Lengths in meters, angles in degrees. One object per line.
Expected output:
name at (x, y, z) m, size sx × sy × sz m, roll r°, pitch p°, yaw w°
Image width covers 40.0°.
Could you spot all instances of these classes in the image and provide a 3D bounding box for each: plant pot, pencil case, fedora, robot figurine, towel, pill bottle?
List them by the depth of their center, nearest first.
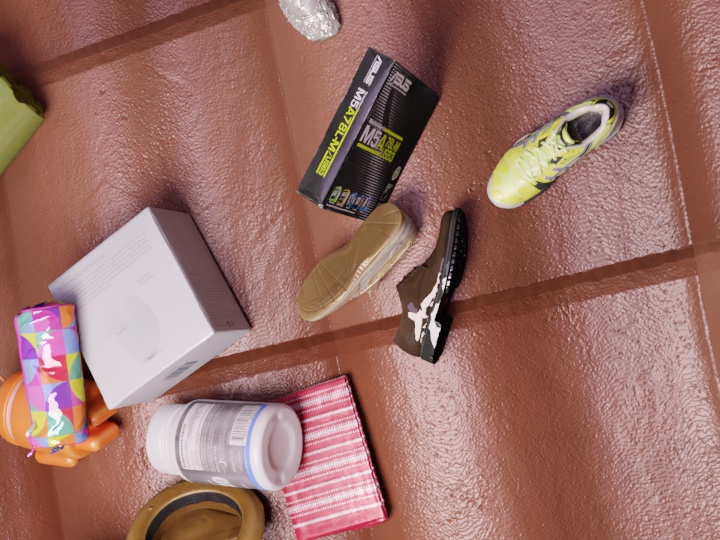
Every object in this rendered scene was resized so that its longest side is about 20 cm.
pencil case at (-0.416, 0.143, 1.329) m, size 0.087 × 0.088 × 0.204 m, roll -5°, pitch 90°, yaw 19°
pill bottle at (-0.187, 0.234, 1.345) m, size 0.197 × 0.113 × 0.116 m, roll -2°, pitch 88°, yaw 30°
towel at (-0.050, 0.261, 1.352) m, size 0.142 × 0.022 × 0.204 m, roll -20°, pitch 80°, yaw 20°
fedora at (-0.221, 0.377, 1.359) m, size 0.197 × 0.202 × 0.083 m, roll 3°, pitch 134°, yaw 19°
robot figurine at (-0.450, 0.206, 1.444) m, size 0.196 × 0.145 × 0.118 m, roll 8°, pitch 57°, yaw 19°
plant pot at (-0.581, -0.214, 1.482) m, size 0.189 × 0.200 × 0.201 m, roll -41°, pitch 76°, yaw 0°

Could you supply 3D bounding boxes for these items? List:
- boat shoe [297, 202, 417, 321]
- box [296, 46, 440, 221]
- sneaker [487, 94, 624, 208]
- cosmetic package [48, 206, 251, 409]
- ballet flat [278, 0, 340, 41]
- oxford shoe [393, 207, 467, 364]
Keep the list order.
boat shoe at (0.000, 0.000, 1.316) m, size 0.200 × 0.069 × 0.074 m, roll -43°, pitch 51°, yaw 18°
box at (0.015, -0.163, 1.249) m, size 0.047 × 0.199 × 0.195 m, roll 32°, pitch 98°, yaw 19°
sneaker at (0.236, -0.154, 1.236) m, size 0.199 × 0.076 × 0.076 m, roll -40°, pitch 78°, yaw 15°
cosmetic package at (-0.296, 0.053, 1.390) m, size 0.198 × 0.123 × 0.202 m, roll -34°, pitch 79°, yaw 16°
ballet flat at (-0.101, -0.404, 1.368) m, size 0.071 × 0.072 × 0.202 m, roll -35°, pitch 79°, yaw 15°
oxford shoe at (0.087, 0.012, 1.286) m, size 0.083 × 0.072 × 0.204 m, roll 18°, pitch 94°, yaw 20°
